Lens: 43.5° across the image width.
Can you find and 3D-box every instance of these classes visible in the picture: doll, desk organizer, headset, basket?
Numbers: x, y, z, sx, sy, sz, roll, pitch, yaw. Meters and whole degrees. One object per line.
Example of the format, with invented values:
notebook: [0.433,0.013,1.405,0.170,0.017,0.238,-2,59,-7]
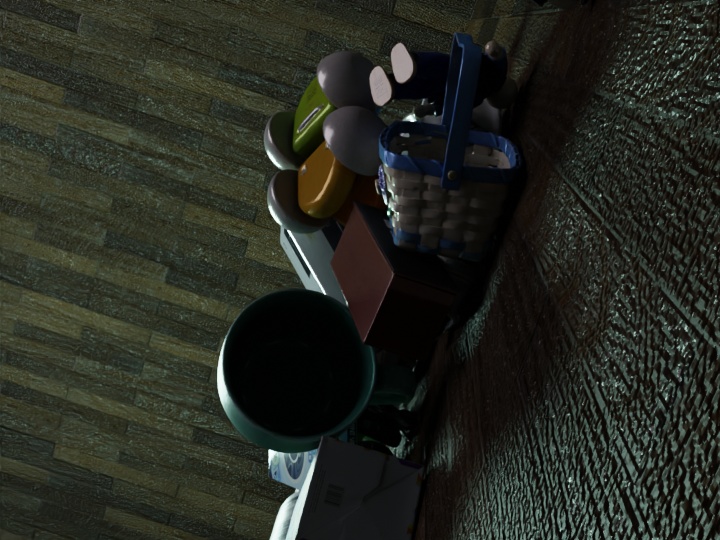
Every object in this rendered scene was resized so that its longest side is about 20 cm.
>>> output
doll: [0.102,-0.208,1.010,0.136,0.199,0.049,-39,64,44]
desk organizer: [0.027,0.005,0.904,0.200,0.071,0.077,-116,46,-65]
headset: [0.005,0.201,1.065,0.200,0.094,0.124,-43,24,53]
basket: [0.087,-0.121,0.870,0.176,0.138,0.201,-75,-3,-72]

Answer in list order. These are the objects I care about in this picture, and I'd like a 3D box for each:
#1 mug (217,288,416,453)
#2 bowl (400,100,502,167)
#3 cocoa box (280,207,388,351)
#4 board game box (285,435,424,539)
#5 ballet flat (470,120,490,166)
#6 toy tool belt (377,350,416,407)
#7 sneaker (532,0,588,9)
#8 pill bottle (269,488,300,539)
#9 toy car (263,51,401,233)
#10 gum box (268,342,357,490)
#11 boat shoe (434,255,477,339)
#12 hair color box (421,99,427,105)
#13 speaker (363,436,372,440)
mug: [-0.056,0.117,0.914,0.152,0.185,0.114,-49,-3,-23]
bowl: [0.088,-0.137,1.129,0.201,0.090,0.202,-161,90,-73]
cocoa box: [0.000,0.000,1.155,0.131,0.201,0.133,-28,-9,-12]
board game box: [-0.016,0.260,0.885,0.200,0.102,0.105,110,177,-56]
ballet flat: [0.105,-0.068,1.021,0.072,0.072,0.201,-74,2,-75]
toy tool belt: [0.021,0.140,1.256,0.123,0.124,0.201,63,-153,-62]
sneaker: [0.169,-0.280,0.787,0.130,0.079,0.199,-64,10,-5]
pill bottle: [-0.056,0.351,1.153,0.200,0.119,0.120,-72,0,-62]
toy car: [-0.015,-0.138,1.051,0.175,0.149,0.201,-41,45,40]
gum box: [-0.060,0.172,1.073,0.200,0.044,0.171,168,103,-67]
boat shoe: [0.070,0.040,0.976,0.201,0.070,0.072,121,173,-73]
hair color box: [0.127,-0.197,1.352,0.061,0.098,0.201,108,180,-76]
speaker: [0.012,0.184,1.411,0.088,0.088,0.201,111,177,-77]
